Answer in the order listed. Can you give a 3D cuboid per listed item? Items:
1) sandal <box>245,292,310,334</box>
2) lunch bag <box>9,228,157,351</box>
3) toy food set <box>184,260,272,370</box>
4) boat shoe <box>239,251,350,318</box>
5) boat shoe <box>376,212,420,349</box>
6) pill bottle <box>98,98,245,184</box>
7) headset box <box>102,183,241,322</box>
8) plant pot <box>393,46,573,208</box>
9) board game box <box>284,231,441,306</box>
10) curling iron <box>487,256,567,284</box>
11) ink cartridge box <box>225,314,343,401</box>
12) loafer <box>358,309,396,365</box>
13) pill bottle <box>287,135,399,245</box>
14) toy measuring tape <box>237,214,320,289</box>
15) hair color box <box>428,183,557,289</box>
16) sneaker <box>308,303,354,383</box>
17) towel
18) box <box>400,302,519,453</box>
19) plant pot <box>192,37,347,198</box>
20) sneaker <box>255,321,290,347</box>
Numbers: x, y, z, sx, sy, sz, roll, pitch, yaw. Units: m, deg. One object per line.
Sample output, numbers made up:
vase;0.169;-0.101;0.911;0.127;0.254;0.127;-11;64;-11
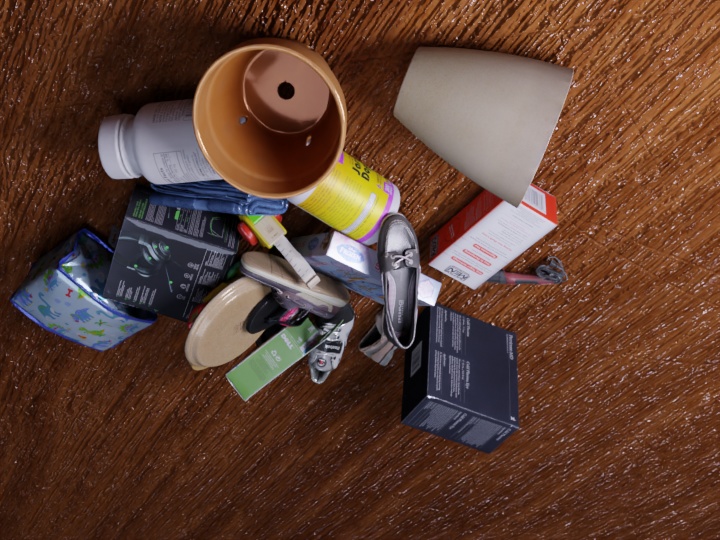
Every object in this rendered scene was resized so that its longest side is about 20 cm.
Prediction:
sandal;-0.101;0.060;1.621;0.197;0.045;0.076;-22;147;-33
lunch bag;-0.469;0.048;1.686;0.168;0.129;0.200;-25;120;39
toy food set;-0.211;0.077;1.592;0.049;0.197;0.201;42;164;24
boat shoe;-0.109;0.029;1.547;0.197;0.072;0.065;20;115;-31
boat shoe;0.062;0.019;1.434;0.065;0.057;0.204;-8;113;-15
pill bottle;-0.265;-0.183;1.386;0.195;0.116;0.115;-3;140;12
headset box;-0.312;-0.022;1.579;0.196;0.094;0.176;17;126;-13
plant pot;0.149;-0.208;1.262;0.197;0.189;0.189;23;141;3
board game box;0.000;0.000;1.552;0.197;0.042;0.199;25;169;-22
curling iron;0.242;0.002;1.608;0.195;0.026;0.050;0;120;17
ink cartridge box;-0.131;0.134;1.684;0.199;0.104;0.060;-38;91;21
loafer;0.045;0.104;1.729;0.062;0.073;0.201;19;143;-3
pill bottle;-0.044;-0.126;1.430;0.198;0.106;0.104;30;136;-26
toy measuring tape;-0.133;-0.046;1.522;0.200;0.073;0.074;48;139;11
hair color box;0.202;-0.060;1.507;0.100;0.062;0.200;27;136;-23
sneaker;-0.056;0.132;1.762;0.072;0.090;0.202;10;140;-2
towel;-0.212;-0.114;1.451;0.196;0.050;0.111;7;-174;29
box;0.174;0.187;1.700;0.179;0.203;0.104;20;138;-15
plant pot;-0.108;-0.216;1.272;0.195;0.141;0.204;3;120;5
sneaker;-0.168;0.060;1.721;0.086;0.075;0.201;-18;145;1
